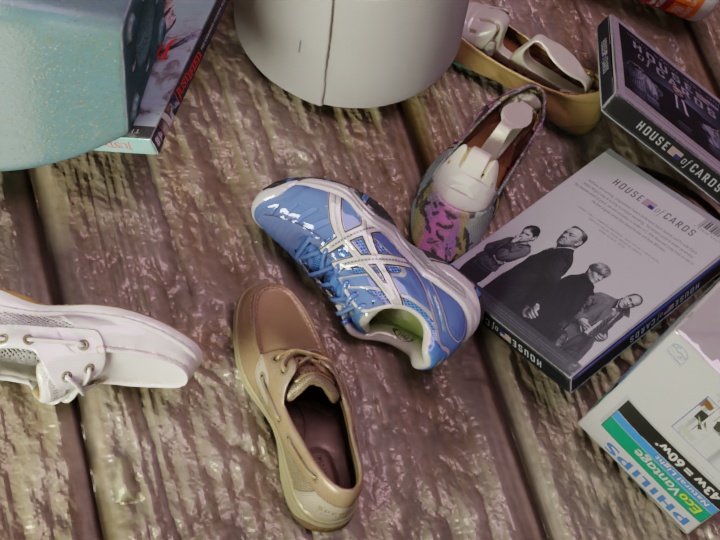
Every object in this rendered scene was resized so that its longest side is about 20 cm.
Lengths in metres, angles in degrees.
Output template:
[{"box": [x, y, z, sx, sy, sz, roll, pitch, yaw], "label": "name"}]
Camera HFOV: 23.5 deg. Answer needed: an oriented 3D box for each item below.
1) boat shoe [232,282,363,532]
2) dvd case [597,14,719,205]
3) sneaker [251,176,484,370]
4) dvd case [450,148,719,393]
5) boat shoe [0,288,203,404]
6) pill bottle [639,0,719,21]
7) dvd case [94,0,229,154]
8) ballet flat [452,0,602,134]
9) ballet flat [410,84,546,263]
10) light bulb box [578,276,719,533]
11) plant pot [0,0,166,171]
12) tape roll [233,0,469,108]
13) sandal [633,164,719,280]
[{"box": [-0.038, 0.087, 1.257, 0.071, 0.065, 0.201, -8, 60, -26], "label": "boat shoe"}, {"box": [0.267, -0.137, 1.484, 0.150, 0.025, 0.200, 36, 26, -12], "label": "dvd case"}, {"box": [0.000, 0.000, 1.325, 0.199, 0.076, 0.077, 32, 47, 4], "label": "sneaker"}, {"box": [0.184, -0.005, 1.381, 0.200, 0.025, 0.150, -35, 54, -23], "label": "dvd case"}, {"box": [-0.212, 0.063, 1.207, 0.199, 0.071, 0.070, 10, 55, -5], "label": "boat shoe"}, {"box": [0.250, -0.319, 1.623, 0.199, 0.113, 0.113, 20, 52, -7], "label": "pill bottle"}, {"box": [-0.191, -0.173, 1.358, 0.145, 0.022, 0.201, 6, 54, 20], "label": "dvd case"}, {"box": [0.134, -0.196, 1.524, 0.199, 0.063, 0.069, 32, 51, 2], "label": "ballet flat"}, {"box": [0.101, -0.090, 1.432, 0.069, 0.071, 0.200, 33, 52, 2], "label": "ballet flat"}, {"box": [0.296, 0.067, 1.296, 0.125, 0.200, 0.198, 45, 63, 8], "label": "light bulb box"}, {"box": [-0.249, -0.190, 1.258, 0.199, 0.196, 0.197, 11, 53, 2], "label": "plant pot"}, {"box": [-0.004, -0.255, 1.439, 0.201, 0.139, 0.204, 3, 58, -4], "label": "tape roll"}, {"box": [0.287, -0.012, 1.462, 0.055, 0.082, 0.200, -42, 87, -8], "label": "sandal"}]
